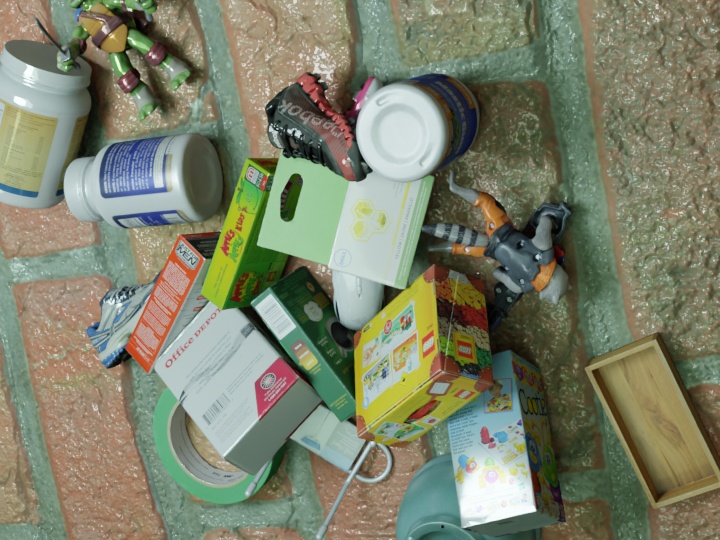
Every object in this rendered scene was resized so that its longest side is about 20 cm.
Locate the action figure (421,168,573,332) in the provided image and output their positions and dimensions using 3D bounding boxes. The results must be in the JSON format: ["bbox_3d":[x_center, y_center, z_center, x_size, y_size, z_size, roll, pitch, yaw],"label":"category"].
[{"bbox_3d":[0.169,-0.007,1.457,0.192,0.105,0.202,28,116,14],"label":"action figure"}]

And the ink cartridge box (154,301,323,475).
[{"bbox_3d":[-0.167,0.150,1.579,0.145,0.083,0.200,-47,52,0],"label":"ink cartridge box"}]

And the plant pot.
[{"bbox_3d":[0.130,0.360,1.556,0.198,0.134,0.203,6,106,21],"label":"plant pot"}]

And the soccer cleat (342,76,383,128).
[{"bbox_3d":[0.003,-0.151,1.513,0.086,0.070,0.201,26,117,1],"label":"soccer cleat"}]

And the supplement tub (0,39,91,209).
[{"bbox_3d":[-0.460,-0.204,1.638,0.144,0.145,0.202,27,112,13],"label":"supplement tub"}]

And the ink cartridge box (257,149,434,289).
[{"bbox_3d":[-0.020,-0.073,1.460,0.198,0.048,0.147,15,92,1],"label":"ink cartridge box"}]

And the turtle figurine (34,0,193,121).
[{"bbox_3d":[-0.323,-0.298,1.542,0.194,0.144,0.200,47,160,-15],"label":"turtle figurine"}]

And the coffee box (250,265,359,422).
[{"bbox_3d":[-0.052,0.097,1.565,0.044,0.123,0.201,-38,90,24],"label":"coffee box"}]

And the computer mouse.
[{"bbox_3d":[0.000,0.000,1.532,0.108,0.044,0.202,-5,119,-1],"label":"computer mouse"}]

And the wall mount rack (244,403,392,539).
[{"bbox_3d":[-0.061,0.259,1.615,0.199,0.075,0.175,31,99,2],"label":"wall mount rack"}]

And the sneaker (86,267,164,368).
[{"bbox_3d":[-0.336,0.054,1.697,0.085,0.077,0.200,48,115,9],"label":"sneaker"}]

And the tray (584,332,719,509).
[{"bbox_3d":[0.370,0.189,1.465,0.098,0.037,0.202,-25,95,25],"label":"tray"}]

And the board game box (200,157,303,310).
[{"bbox_3d":[-0.135,-0.050,1.563,0.047,0.101,0.202,34,114,31],"label":"board game box"}]

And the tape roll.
[{"bbox_3d":[-0.207,0.239,1.708,0.198,0.048,0.203,6,106,20],"label":"tape roll"}]

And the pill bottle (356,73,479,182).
[{"bbox_3d":[0.079,-0.176,1.394,0.111,0.200,0.114,6,106,20],"label":"pill bottle"}]

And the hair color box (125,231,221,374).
[{"bbox_3d":[-0.241,0.044,1.635,0.061,0.101,0.201,42,116,25],"label":"hair color box"}]

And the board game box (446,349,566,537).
[{"bbox_3d":[0.178,0.219,1.465,0.104,0.103,0.202,-18,65,26],"label":"board game box"}]

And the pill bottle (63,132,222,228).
[{"bbox_3d":[-0.301,-0.120,1.609,0.198,0.120,0.121,-4,103,22],"label":"pill bottle"}]

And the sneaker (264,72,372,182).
[{"bbox_3d":[-0.057,-0.161,1.418,0.097,0.201,0.071,-26,137,-10],"label":"sneaker"}]

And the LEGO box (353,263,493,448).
[{"bbox_3d":[0.073,0.110,1.458,0.076,0.151,0.200,16,144,-26],"label":"LEGO box"}]
